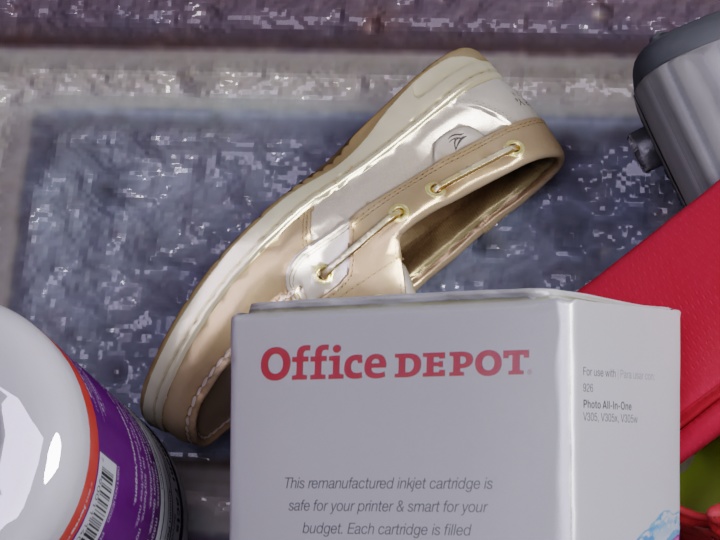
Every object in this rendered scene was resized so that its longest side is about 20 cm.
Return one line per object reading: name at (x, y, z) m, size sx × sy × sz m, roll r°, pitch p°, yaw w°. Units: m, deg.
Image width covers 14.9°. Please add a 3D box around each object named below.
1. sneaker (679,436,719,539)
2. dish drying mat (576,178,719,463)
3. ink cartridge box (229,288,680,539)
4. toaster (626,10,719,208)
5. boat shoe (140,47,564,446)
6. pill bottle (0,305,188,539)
sneaker at (0.154, 0.100, 1.016) m, size 0.200 × 0.085 × 0.077 m, roll 35°, pitch 84°, yaw 20°
dish drying mat at (0.134, 0.007, 0.982) m, size 0.200 × 0.018 × 0.077 m, roll -39°, pitch 62°, yaw 22°
ink cartridge box at (0.033, 0.109, 0.972) m, size 0.145 × 0.087 × 0.200 m, roll -3°, pitch 86°, yaw 35°
toaster at (0.207, -0.045, 1.037) m, size 0.200 × 0.114 × 0.129 m, roll -20°, pitch 74°, yaw 7°
boat shoe at (0.000, 0.000, 1.081) m, size 0.069 × 0.074 × 0.200 m, roll 40°, pitch 79°, yaw 19°
pill bottle at (-0.130, 0.086, 1.018) m, size 0.112 × 0.200 × 0.113 m, roll -3°, pitch 72°, yaw 10°
